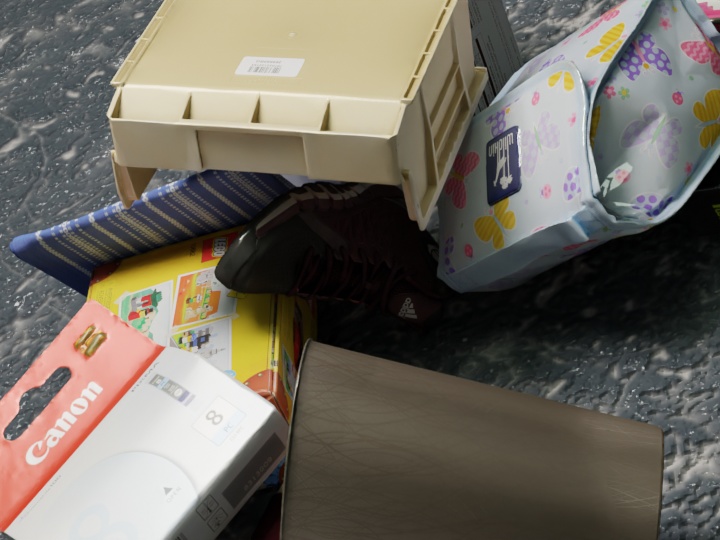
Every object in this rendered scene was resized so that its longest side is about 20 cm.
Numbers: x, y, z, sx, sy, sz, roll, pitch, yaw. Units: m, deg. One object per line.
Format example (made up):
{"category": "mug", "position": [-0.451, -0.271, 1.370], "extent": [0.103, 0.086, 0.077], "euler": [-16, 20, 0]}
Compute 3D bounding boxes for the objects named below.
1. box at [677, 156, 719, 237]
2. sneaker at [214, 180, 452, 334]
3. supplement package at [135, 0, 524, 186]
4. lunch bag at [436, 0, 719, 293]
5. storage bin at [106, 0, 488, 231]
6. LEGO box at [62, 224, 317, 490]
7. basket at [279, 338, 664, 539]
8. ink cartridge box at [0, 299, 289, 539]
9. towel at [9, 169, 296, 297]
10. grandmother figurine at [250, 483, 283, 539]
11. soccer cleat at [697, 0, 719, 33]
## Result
{"category": "box", "position": [0.329, -0.106, 1.442], "extent": [0.193, 0.048, 0.200], "euler": [-9, 34, 47]}
{"category": "sneaker", "position": [0.000, 0.000, 1.444], "extent": [0.116, 0.076, 0.200], "euler": [46, 35, 16]}
{"category": "supplement package", "position": [-0.020, -0.160, 1.659], "extent": [0.191, 0.147, 0.200], "euler": [18, 52, 44]}
{"category": "lunch bag", "position": [0.145, -0.080, 1.436], "extent": [0.170, 0.127, 0.200], "euler": [-28, 22, 54]}
{"category": "storage bin", "position": [-0.038, -0.115, 1.408], "extent": [0.200, 0.094, 0.199], "euler": [5, 38, 15]}
{"category": "LEGO box", "position": [-0.110, 0.064, 1.477], "extent": [0.149, 0.077, 0.200], "euler": [-15, 35, 12]}
{"category": "basket", "position": [0.063, 0.134, 1.203], "extent": [0.200, 0.181, 0.136], "euler": [6, 26, 5]}
{"category": "ink cartridge box", "position": [-0.162, 0.109, 1.353], "extent": [0.200, 0.047, 0.160], "euler": [32, 74, 33]}
{"category": "towel", "position": [-0.131, -0.028, 1.545], "extent": [0.200, 0.145, 0.024], "euler": [-19, 65, 19]}
{"category": "grandmother figurine", "position": [-0.021, 0.151, 1.335], "extent": [0.200, 0.061, 0.121], "euler": [-38, 10, -15]}
{"category": "soccer cleat", "position": [0.270, -0.183, 1.606], "extent": [0.200, 0.070, 0.086], "euler": [-25, 19, -5]}
